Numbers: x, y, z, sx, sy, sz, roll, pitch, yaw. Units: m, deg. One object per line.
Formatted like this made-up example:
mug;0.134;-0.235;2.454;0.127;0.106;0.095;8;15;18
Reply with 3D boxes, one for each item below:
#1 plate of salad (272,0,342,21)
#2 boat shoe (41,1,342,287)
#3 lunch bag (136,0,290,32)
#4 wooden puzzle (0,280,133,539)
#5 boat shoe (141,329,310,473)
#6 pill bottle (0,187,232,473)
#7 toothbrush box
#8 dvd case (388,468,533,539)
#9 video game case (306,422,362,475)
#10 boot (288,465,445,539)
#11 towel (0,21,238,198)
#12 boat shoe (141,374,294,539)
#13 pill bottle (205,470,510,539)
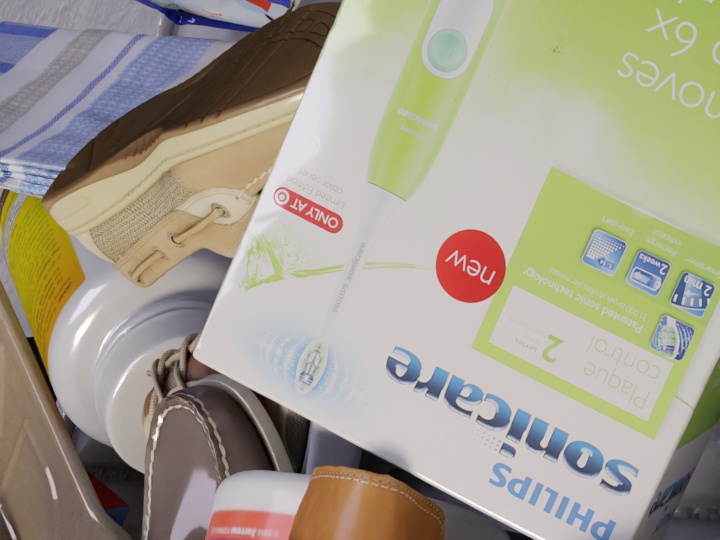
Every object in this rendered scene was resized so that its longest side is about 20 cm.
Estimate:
plate of salad;-0.003;-0.117;0.945;0.200;0.048;0.200;-51;-9;-11
boat shoe;-0.044;-0.042;0.841;0.200;0.065;0.071;-20;26;53
lunch bag;-0.044;-0.206;1.100;0.199;0.123;0.171;17;88;47
wooden puzzle;-0.175;0.116;1.145;0.200;0.046;0.186;56;139;31
boat shoe;-0.057;0.062;0.936;0.076;0.071;0.201;-83;2;-50
pill bottle;-0.107;0.013;1.085;0.110;0.109;0.200;-60;31;19
toothbrush box;0.061;-0.034;0.672;0.145;0.086;0.201;27;101;15
dvd case;0.031;0.181;0.843;0.150;0.025;0.202;4;78;59
video game case;0.000;0.000;0.904;0.200;0.023;0.183;100;178;-71
boot;-0.009;0.135;0.637;0.200;0.076;0.156;98;-168;-87
towel;-0.138;-0.083;1.114;0.199;0.024;0.147;8;37;28
boat shoe;-0.061;0.143;0.870;0.072;0.059;0.202;-4;90;47
pill bottle;-0.016;0.180;0.787;0.111;0.111;0.202;-10;66;57
